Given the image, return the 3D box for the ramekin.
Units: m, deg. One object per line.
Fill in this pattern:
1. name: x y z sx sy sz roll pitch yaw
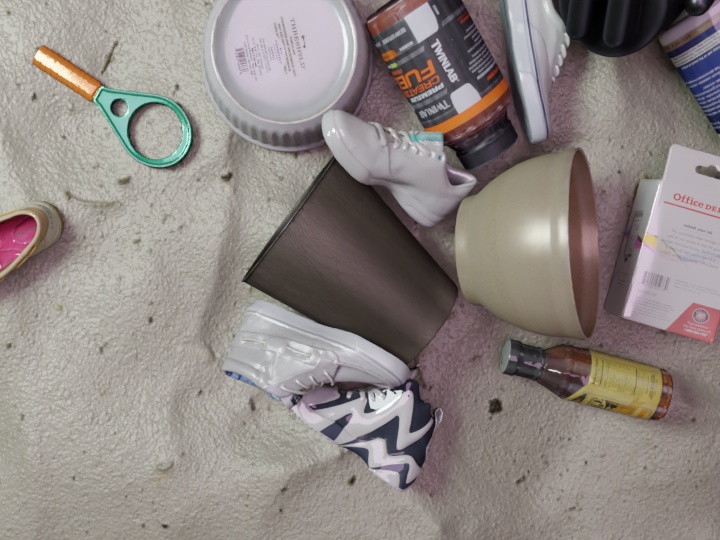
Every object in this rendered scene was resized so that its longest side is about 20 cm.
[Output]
1. ramekin: -0.081 -0.235 0.952 0.195 0.105 0.205 0 94 -3

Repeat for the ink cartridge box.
1. ink cartridge box: 0.371 -0.033 1.006 0.114 0.068 0.204 15 94 -4

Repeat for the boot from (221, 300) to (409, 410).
1. boot: -0.051 0.111 0.940 0.197 0.074 0.097 19 69 18

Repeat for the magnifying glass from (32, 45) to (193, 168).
1. magnifying glass: -0.280 -0.189 0.986 0.198 0.022 0.080 33 92 -4

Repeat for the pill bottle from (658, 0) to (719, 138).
1. pill bottle: 0.432 -0.212 0.976 0.110 0.111 0.202 -34 95 0

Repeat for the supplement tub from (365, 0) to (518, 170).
1. supplement tub: 0.096 -0.214 0.954 0.106 0.107 0.202 -33 104 0

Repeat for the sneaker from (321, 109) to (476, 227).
1. sneaker: 0.046 -0.126 0.929 0.088 0.076 0.198 -33 136 29

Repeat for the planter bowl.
1. planter bowl: 0.180 -0.025 0.949 0.132 0.200 0.205 -3 95 23

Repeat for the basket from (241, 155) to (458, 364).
1. basket: 0.000 0.000 0.961 0.199 0.136 0.181 37 96 -8

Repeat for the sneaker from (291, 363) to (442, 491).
1. sneaker: 0.008 0.144 0.998 0.198 0.080 0.131 35 84 2

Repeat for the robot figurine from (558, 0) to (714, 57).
1. robot figurine: 0.286 -0.306 0.925 0.151 0.125 0.200 50 48 0

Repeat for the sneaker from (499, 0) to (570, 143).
1. sneaker: 0.203 -0.248 0.980 0.069 0.073 0.205 -8 94 2

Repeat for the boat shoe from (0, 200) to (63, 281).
1. boat shoe: -0.428 -0.013 0.966 0.198 0.069 0.074 -36 95 0

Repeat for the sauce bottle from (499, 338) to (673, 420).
1. sauce bottle: 0.261 0.123 1.015 0.196 0.066 0.067 14 93 -1
